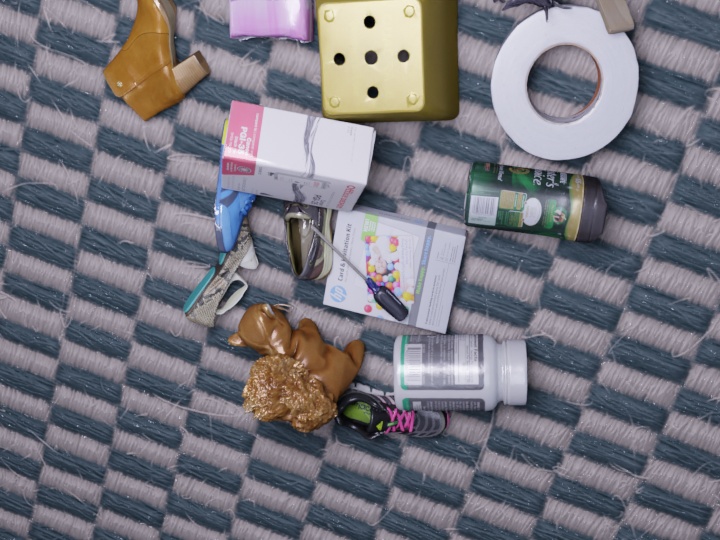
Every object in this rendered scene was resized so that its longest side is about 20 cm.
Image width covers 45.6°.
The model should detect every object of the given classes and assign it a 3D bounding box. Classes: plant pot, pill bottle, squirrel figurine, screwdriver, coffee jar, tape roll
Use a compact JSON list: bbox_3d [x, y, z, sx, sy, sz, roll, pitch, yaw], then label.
[{"bbox_3d":[0.027,-0.291,1.149,0.195,0.177,0.205,0,107,11],"label":"plant pot"},{"bbox_3d":[0.150,0.154,1.291,0.195,0.113,0.116,0,107,8],"label":"pill bottle"},{"bbox_3d":[-0.110,0.139,1.292,0.141,0.201,0.187,-35,110,25],"label":"squirrel figurine"},{"bbox_3d":[0.000,0.000,1.270,0.201,0.028,0.029,49,64,-11],"label":"screwdriver"},{"bbox_3d":[0.245,-0.097,1.204,0.195,0.105,0.087,9,111,7],"label":"coffee jar"},{"bbox_3d":[0.276,-0.257,1.169,0.195,0.066,0.205,3,108,10],"label":"tape roll"}]

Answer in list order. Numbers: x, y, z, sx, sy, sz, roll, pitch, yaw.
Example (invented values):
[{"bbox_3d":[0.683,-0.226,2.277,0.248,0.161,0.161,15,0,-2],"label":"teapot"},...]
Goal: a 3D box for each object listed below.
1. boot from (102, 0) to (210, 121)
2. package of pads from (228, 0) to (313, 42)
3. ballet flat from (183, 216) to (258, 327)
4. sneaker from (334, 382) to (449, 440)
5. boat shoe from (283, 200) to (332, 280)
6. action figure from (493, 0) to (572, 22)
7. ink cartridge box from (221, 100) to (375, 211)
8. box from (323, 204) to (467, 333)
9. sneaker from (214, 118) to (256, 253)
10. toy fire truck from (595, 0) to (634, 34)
[{"bbox_3d":[-0.327,-0.334,1.259,0.142,0.071,0.204,-27,105,14],"label":"boot"},{"bbox_3d":[-0.125,-0.423,1.191,0.117,0.076,0.205,4,107,8],"label":"package of pads"},{"bbox_3d":[-0.206,0.001,1.344,0.074,0.068,0.203,25,105,-19],"label":"ballet flat"},{"bbox_3d":[0.042,0.232,1.351,0.195,0.088,0.076,11,109,7],"label":"sneaker"},{"bbox_3d":[-0.082,-0.085,1.275,0.072,0.064,0.205,-7,94,29],"label":"boat shoe"},{"bbox_3d":[0.214,-0.408,1.117,0.117,0.102,0.204,-27,82,12],"label":"action figure"},{"bbox_3d":[-0.089,-0.154,1.180,0.195,0.147,0.085,10,77,-8],"label":"ink cartridge box"},{"bbox_3d":[0.052,-0.005,1.303,0.195,0.041,0.160,14,109,8],"label":"box"},{"bbox_3d":[-0.173,-0.126,1.267,0.076,0.066,0.205,6,81,-4],"label":"sneaker"},{"bbox_3d":[0.351,-0.421,1.085,0.171,0.129,0.204,-3,118,11],"label":"toy fire truck"}]
